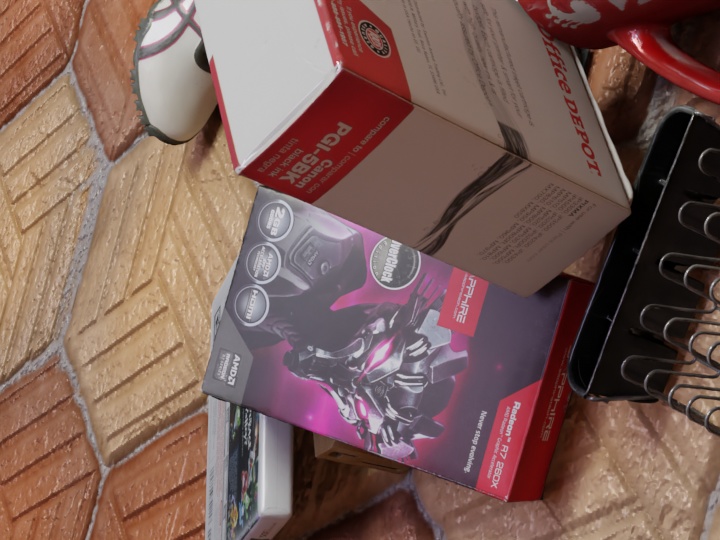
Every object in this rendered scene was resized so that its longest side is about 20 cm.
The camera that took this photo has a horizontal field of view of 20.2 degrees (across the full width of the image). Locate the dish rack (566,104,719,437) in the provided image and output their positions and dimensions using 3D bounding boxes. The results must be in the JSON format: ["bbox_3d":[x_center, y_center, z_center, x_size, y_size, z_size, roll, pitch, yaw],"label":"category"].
[{"bbox_3d":[0.186,0.016,0.945,0.200,0.054,0.154,33,106,62],"label":"dish rack"}]

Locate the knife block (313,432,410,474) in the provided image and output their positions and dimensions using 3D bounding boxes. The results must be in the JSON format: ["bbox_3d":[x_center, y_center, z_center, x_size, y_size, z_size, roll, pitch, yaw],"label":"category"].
[{"bbox_3d":[0.000,0.000,1.228,0.176,0.064,0.200,34,106,56],"label":"knife block"}]

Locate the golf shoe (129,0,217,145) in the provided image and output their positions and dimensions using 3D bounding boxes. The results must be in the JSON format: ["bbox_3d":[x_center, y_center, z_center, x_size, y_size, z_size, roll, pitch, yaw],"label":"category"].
[{"bbox_3d":[-0.102,-0.180,1.442,0.088,0.077,0.200,29,103,47],"label":"golf shoe"}]

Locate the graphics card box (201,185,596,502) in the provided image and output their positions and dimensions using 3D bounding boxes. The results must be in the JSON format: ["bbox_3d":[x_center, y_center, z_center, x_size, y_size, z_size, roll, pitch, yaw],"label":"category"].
[{"bbox_3d":[0.020,0.038,1.110,0.200,0.051,0.126,18,95,26],"label":"graphics card box"}]

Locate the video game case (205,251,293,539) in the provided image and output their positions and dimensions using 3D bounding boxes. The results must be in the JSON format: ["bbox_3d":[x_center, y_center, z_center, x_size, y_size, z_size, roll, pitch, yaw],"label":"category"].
[{"bbox_3d":[-0.070,0.082,1.279,0.182,0.023,0.200,124,149,-64],"label":"video game case"}]

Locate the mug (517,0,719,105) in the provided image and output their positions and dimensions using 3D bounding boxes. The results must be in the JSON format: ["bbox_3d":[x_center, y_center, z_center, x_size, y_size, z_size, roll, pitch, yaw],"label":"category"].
[{"bbox_3d":[0.161,-0.170,0.996,0.200,0.133,0.178,-19,50,55],"label":"mug"}]

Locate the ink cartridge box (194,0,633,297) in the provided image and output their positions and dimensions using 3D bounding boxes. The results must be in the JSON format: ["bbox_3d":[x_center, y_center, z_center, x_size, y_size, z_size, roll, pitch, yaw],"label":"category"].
[{"bbox_3d":[0.025,-0.088,1.010,0.083,0.200,0.147,-43,43,29],"label":"ink cartridge box"}]

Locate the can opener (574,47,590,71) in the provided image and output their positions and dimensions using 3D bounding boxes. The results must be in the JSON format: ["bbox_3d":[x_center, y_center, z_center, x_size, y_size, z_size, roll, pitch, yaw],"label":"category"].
[{"bbox_3d":[0.108,-0.185,1.153,0.067,0.053,0.200,5,80,55],"label":"can opener"}]
